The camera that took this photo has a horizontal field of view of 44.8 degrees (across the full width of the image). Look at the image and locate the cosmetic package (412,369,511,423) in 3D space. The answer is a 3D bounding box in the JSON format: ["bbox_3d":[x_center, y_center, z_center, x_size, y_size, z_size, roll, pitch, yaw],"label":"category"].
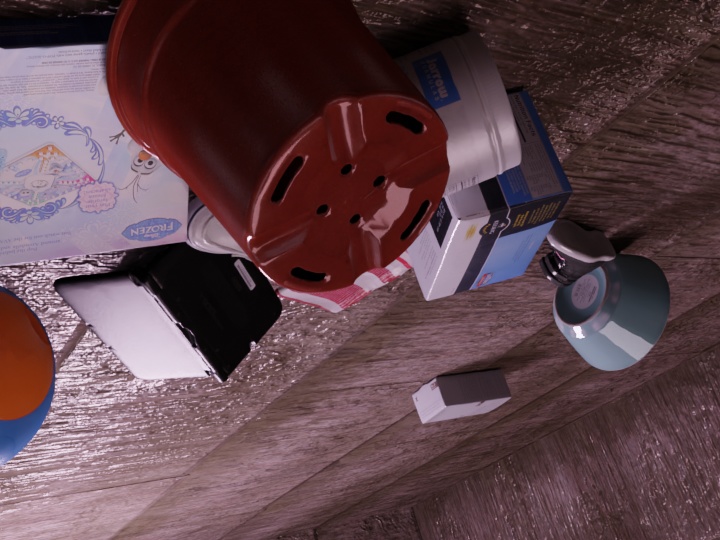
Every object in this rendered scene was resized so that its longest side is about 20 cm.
[{"bbox_3d":[0.224,0.276,1.921,0.198,0.075,0.102,-4,153,-35],"label":"cosmetic package"}]

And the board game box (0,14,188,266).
[{"bbox_3d":[-0.232,-0.096,0.678,0.197,0.044,0.201,-9,136,-23],"label":"board game box"}]

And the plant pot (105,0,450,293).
[{"bbox_3d":[-0.048,-0.103,0.601,0.198,0.196,0.203,-22,139,-21],"label":"plant pot"}]

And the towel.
[{"bbox_3d":[0.000,0.000,1.183,0.198,0.023,0.143,-30,154,24],"label":"towel"}]

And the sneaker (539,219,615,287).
[{"bbox_3d":[0.307,-0.018,1.321,0.099,0.071,0.199,-38,156,28],"label":"sneaker"}]

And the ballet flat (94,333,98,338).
[{"bbox_3d":[-0.225,0.048,1.073,0.197,0.069,0.072,-20,174,-10],"label":"ballet flat"}]

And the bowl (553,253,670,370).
[{"bbox_3d":[0.394,0.053,1.438,0.104,0.203,0.200,21,138,-30],"label":"bowl"}]

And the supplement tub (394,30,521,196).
[{"bbox_3d":[0.032,-0.120,0.794,0.197,0.134,0.132,-22,158,4],"label":"supplement tub"}]

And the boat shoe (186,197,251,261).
[{"bbox_3d":[-0.087,-0.037,0.914,0.200,0.086,0.076,0,117,-42],"label":"boat shoe"}]

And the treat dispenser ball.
[{"bbox_3d":[-0.404,0.105,0.859,0.198,0.203,0.201,-16,158,-7],"label":"treat dispenser ball"}]

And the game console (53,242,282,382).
[{"bbox_3d":[-0.208,0.030,0.988,0.176,0.116,0.201,-49,142,-19],"label":"game console"}]

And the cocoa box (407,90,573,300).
[{"bbox_3d":[0.126,-0.077,0.961,0.129,0.135,0.201,-14,157,-12],"label":"cocoa box"}]
